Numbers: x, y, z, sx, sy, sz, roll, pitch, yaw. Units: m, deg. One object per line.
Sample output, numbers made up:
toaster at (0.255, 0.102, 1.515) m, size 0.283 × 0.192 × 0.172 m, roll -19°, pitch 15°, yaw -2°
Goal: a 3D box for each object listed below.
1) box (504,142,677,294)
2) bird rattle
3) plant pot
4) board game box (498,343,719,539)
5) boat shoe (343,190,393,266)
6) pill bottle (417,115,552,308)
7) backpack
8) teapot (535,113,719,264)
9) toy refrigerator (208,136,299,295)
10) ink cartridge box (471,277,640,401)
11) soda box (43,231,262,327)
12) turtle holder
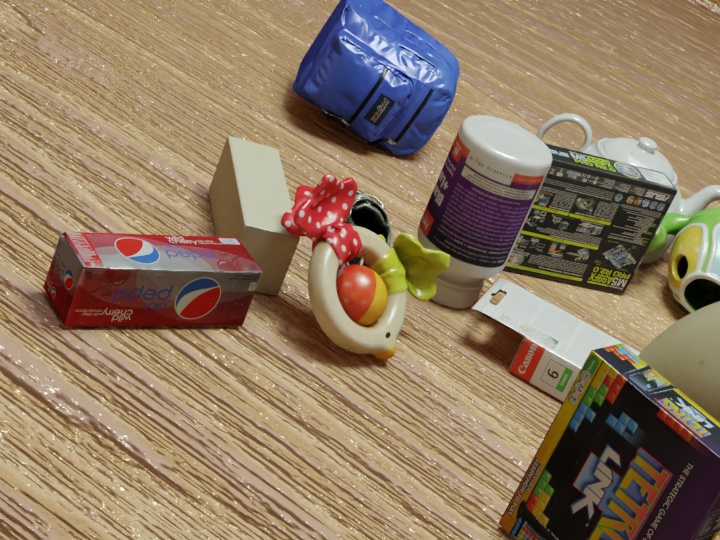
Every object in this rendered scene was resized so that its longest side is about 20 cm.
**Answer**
box at (0.270, -0.063, 1.851) m, size 0.198 × 0.161 × 0.044 m, roll 11°, pitch 30°, yaw -22°
bird rattle at (0.000, 0.000, 1.532) m, size 0.200 × 0.112 × 0.165 m, roll 36°, pitch 51°, yaw -45°
plant pot at (0.364, 0.130, 1.582) m, size 0.133 × 0.203 × 0.200 m, roll -6°, pitch 17°, yaw 23°
board game box at (0.230, 0.194, 1.307) m, size 0.056 × 0.202 × 0.165 m, roll -6°, pitch 38°, yaw -47°
boat shoe at (0.006, -0.051, 1.725) m, size 0.070 × 0.064 × 0.201 m, roll 15°, pitch 28°, yaw -17°
pill bottle at (0.130, -0.063, 1.693) m, size 0.110 × 0.202 × 0.112 m, roll 18°, pitch 26°, yaw -9°
backpack at (0.025, -0.247, 2.002) m, size 0.199 × 0.163 × 0.169 m, roll 31°, pitch 34°, yaw -13°
teapot at (0.354, -0.115, 2.030) m, size 0.198 × 0.147 × 0.198 m, roll 2°, pitch 33°, yaw -34°
toy refrigerator at (-0.116, -0.062, 1.636) m, size 0.069 × 0.077 × 0.201 m, roll 13°, pitch 28°, yaw -19°
ink cartridge box at (0.216, 0.090, 1.656) m, size 0.199 × 0.051 × 0.109 m, roll 29°, pitch 27°, yaw 12°
soda box at (-0.199, 0.009, 1.445) m, size 0.198 × 0.071 × 0.064 m, roll 2°, pitch 34°, yaw -37°
turtle holder at (0.452, -0.012, 1.914) m, size 0.186 × 0.140 × 0.132 m, roll 54°, pitch 43°, yaw -12°
